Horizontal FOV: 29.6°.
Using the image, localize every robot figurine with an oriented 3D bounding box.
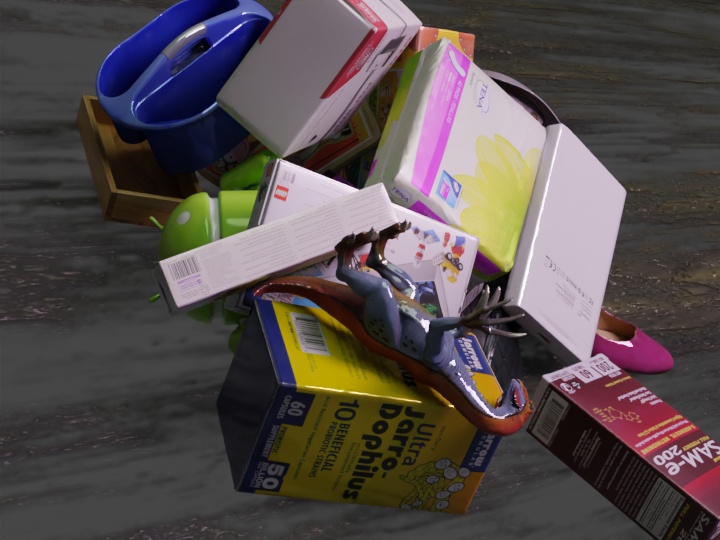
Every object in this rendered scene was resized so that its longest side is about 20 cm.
[{"bbox_3d":[-0.087,-0.012,1.198,0.197,0.116,0.178,-2,69,-7],"label":"robot figurine"}]

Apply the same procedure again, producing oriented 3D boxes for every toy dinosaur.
[{"bbox_3d":[0.047,0.053,1.039,0.105,0.199,0.183,-9,75,-64],"label":"toy dinosaur"}]

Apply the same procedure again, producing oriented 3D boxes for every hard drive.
[{"bbox_3d":[0.203,-0.023,1.337,0.026,0.202,0.132,-6,-33,42],"label":"hard drive"}]

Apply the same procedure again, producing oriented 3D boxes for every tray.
[{"bbox_3d":[-0.225,-0.110,1.384,0.098,0.037,0.201,8,32,-25],"label":"tray"}]

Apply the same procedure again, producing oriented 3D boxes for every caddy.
[{"bbox_3d":[-0.167,-0.193,1.349,0.141,0.106,0.200,34,62,28],"label":"caddy"}]

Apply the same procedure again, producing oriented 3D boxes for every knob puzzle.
[{"bbox_3d":[-0.093,-0.157,1.414,0.219,0.220,0.030,40,1,32],"label":"knob puzzle"}]

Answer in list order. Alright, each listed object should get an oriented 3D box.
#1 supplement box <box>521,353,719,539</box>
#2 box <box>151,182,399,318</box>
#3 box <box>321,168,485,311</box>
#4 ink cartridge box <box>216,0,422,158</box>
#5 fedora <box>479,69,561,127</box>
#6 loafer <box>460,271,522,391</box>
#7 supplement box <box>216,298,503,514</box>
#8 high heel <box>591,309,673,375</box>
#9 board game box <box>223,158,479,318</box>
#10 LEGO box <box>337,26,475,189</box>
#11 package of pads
[{"bbox_3d":[0.252,0.164,1.214,0.200,0.061,0.108,39,32,28],"label":"supplement box"},{"bbox_3d":[-0.065,-0.017,1.066,0.198,0.039,0.042,-22,84,-22],"label":"box"},{"bbox_3d":[0.000,0.000,1.292,0.199,0.036,0.143,34,57,20],"label":"box"},{"bbox_3d":[-0.032,-0.194,1.253,0.083,0.147,0.200,40,19,3],"label":"ink cartridge box"},{"bbox_3d":[0.147,-0.134,1.579,0.175,0.201,0.091,-7,40,39],"label":"fedora"},{"bbox_3d":[0.114,0.065,1.303,0.071,0.073,0.201,-12,28,19],"label":"loafer"},{"bbox_3d":[0.001,0.109,1.075,0.198,0.110,0.110,9,31,-23],"label":"supplement box"},{"bbox_3d":[0.241,0.036,1.392,0.198,0.097,0.068,21,27,-2],"label":"high heel"},{"bbox_3d":[-0.004,0.001,1.137,0.198,0.128,0.035,21,-10,-23],"label":"board game box"},{"bbox_3d":[0.039,-0.144,1.411,0.076,0.203,0.148,1,5,-35],"label":"LEGO box"},{"bbox_3d":[0.093,-0.099,1.271,0.154,0.068,0.201,38,49,-23],"label":"package of pads"}]
